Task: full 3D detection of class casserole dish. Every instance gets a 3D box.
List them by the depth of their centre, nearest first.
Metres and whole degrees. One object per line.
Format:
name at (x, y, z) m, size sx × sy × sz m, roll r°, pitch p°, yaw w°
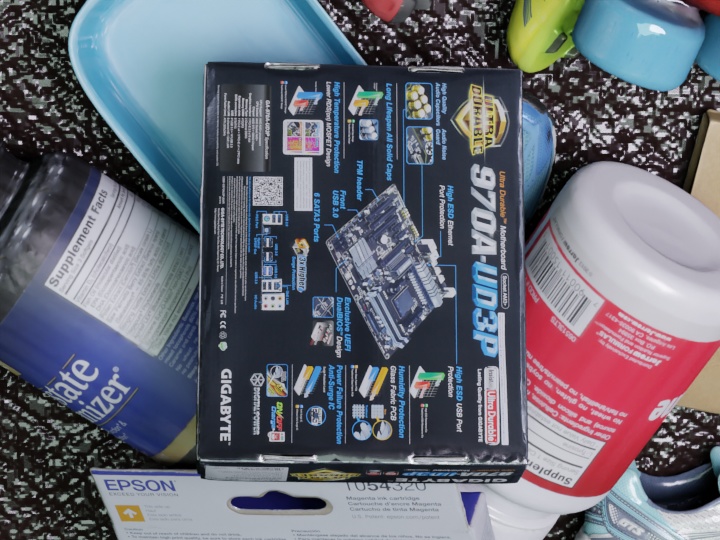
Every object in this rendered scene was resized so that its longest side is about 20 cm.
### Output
casserole dish at (-0.060, -0.088, 1.171) m, size 0.121 × 0.039 × 0.200 m, roll -39°, pitch 100°, yaw 3°

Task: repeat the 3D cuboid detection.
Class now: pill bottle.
pill bottle at (-0.141, 0.010, 1.177) m, size 0.199 × 0.112 × 0.112 m, roll 33°, pitch 105°, yaw -13°
pill bottle at (0.108, 0.052, 1.194) m, size 0.112 × 0.113 × 0.201 m, roll 26°, pitch 120°, yaw -11°

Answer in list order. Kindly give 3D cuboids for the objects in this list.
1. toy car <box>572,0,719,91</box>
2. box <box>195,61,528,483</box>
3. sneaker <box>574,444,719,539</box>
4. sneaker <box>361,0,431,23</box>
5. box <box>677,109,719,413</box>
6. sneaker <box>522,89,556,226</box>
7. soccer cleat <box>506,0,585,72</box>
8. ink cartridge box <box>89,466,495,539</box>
toy car at (0.233, -0.139, 1.071) m, size 0.176 × 0.200 × 0.185 m, roll 3°, pitch 121°, yaw -42°
box at (0.000, 0.000, 1.110) m, size 0.158 × 0.046 × 0.202 m, roll 0°, pitch 75°, yaw -4°
sneaker at (0.218, 0.145, 1.261) m, size 0.198 × 0.078 × 0.087 m, roll 5°, pitch 106°, yaw -4°
sneaker at (0.014, -0.226, 1.121) m, size 0.097 × 0.071 × 0.202 m, roll 17°, pitch 108°, yaw -8°
box at (0.261, 0.010, 1.242) m, size 0.198 × 0.021 × 0.165 m, roll 11°, pitch 109°, yaw -6°
sneaker at (0.040, -0.003, 1.192) m, size 0.078 × 0.090 × 0.201 m, roll 29°, pitch 105°, yaw -12°
soccer cleat at (0.118, -0.196, 1.153) m, size 0.083 × 0.065 × 0.201 m, roll 34°, pitch 112°, yaw 17°
ink cartridge box at (-0.023, 0.158, 1.213) m, size 0.195 × 0.043 × 0.201 m, roll -1°, pitch 132°, yaw 15°
